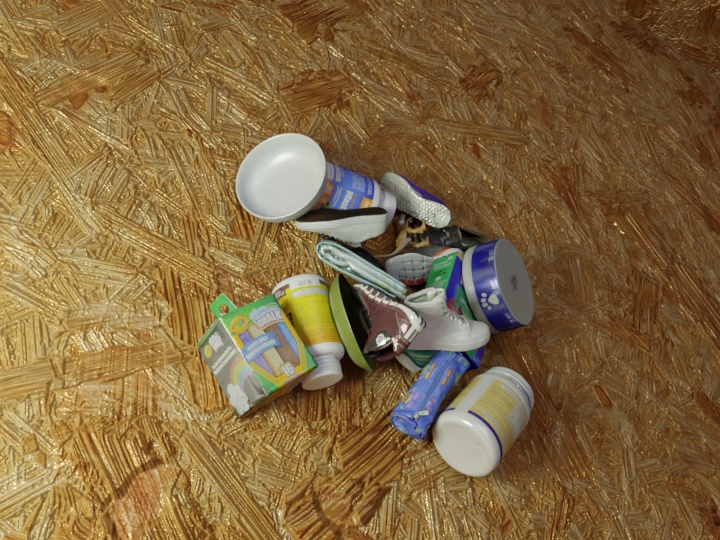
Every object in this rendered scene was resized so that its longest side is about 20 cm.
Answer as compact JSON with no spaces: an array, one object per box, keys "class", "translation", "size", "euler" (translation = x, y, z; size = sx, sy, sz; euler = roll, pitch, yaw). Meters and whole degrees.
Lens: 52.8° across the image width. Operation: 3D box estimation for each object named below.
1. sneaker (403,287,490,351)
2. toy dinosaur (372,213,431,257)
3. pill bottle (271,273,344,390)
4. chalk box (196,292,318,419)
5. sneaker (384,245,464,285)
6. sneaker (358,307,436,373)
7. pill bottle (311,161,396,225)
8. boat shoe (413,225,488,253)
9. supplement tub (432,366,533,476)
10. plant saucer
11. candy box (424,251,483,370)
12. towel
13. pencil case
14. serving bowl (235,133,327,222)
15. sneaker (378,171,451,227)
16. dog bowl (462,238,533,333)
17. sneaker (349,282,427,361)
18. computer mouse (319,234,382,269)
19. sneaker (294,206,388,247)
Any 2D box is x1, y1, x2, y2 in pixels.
[{"class":"sneaker","translation":[0.171,0.091,1.409],"size":[0.199,0.116,0.074],"euler":[-1,26,-19]},{"class":"toy dinosaur","translation":[0.100,-0.065,1.632],"size":[0.200,0.106,0.061],"euler":[-70,143,-60]},{"class":"pill bottle","translation":[-0.095,0.116,1.361],"size":[0.109,0.109,0.201],"euler":[1,60,-34]},{"class":"chalk box","translation":[-0.194,0.131,1.272],"size":[0.123,0.124,0.201],"euler":[-23,76,-42]},{"class":"sneaker","translation":[0.136,-0.020,1.658],"size":[0.199,0.078,0.082],"euler":[-5,25,-25]},{"class":"sneaker","translation":[0.077,0.126,1.474],"size":[0.200,0.080,0.078],"euler":[36,26,-24]},{"class":"pill bottle","translation":[-0.024,-0.160,1.596],"size":[0.199,0.112,0.113],"euler":[18,52,-25]},{"class":"boat shoe","translation":[0.219,-0.079,1.743],"size":[0.199,0.065,0.074],"euler":[1,61,-33]},{"class":"supplement tub","translation":[0.250,0.297,1.453],"size":[0.146,0.145,0.200],"euler":[50,46,5]},{"class":"plant saucer","translation":[-0.019,0.104,1.408],"size":[0.200,0.031,0.201],"euler":[-20,90,-83]},{"class":"candy box","translation":[0.206,0.091,1.574],"size":[0.169,0.077,0.201],"euler":[50,40,-29]},{"class":"towel","translation":[0.000,0.000,1.472],"size":[0.199,0.171,0.048],"euler":[32,90,-1]},{"class":"pencil case","translation":[0.138,0.235,1.418],"size":[0.078,0.087,0.200],"euler":[37,66,2]},{"class":"serving bowl","translation":[-0.155,-0.182,1.502],"size":[0.066,0.199,0.201],"euler":[54,20,-61]},{"class":"sneaker","translation":[0.135,-0.167,1.751],"size":[0.200,0.070,0.099],"euler":[36,16,11]},{"class":"dog bowl","translation":[0.306,0.034,1.603],"size":[0.200,0.078,0.201],"euler":[32,49,-47]},{"class":"sneaker","translation":[0.023,0.100,1.353],"size":[0.076,0.200,0.116],"euler":[42,79,-40]},{"class":"computer mouse","translation":[-0.024,-0.055,1.580],"size":[0.200,0.034,0.059],"euler":[42,47,-2]},{"class":"sneaker","translation":[-0.040,-0.083,1.528],"size":[0.199,0.085,0.073],"euler":[-2,29,-11]}]
